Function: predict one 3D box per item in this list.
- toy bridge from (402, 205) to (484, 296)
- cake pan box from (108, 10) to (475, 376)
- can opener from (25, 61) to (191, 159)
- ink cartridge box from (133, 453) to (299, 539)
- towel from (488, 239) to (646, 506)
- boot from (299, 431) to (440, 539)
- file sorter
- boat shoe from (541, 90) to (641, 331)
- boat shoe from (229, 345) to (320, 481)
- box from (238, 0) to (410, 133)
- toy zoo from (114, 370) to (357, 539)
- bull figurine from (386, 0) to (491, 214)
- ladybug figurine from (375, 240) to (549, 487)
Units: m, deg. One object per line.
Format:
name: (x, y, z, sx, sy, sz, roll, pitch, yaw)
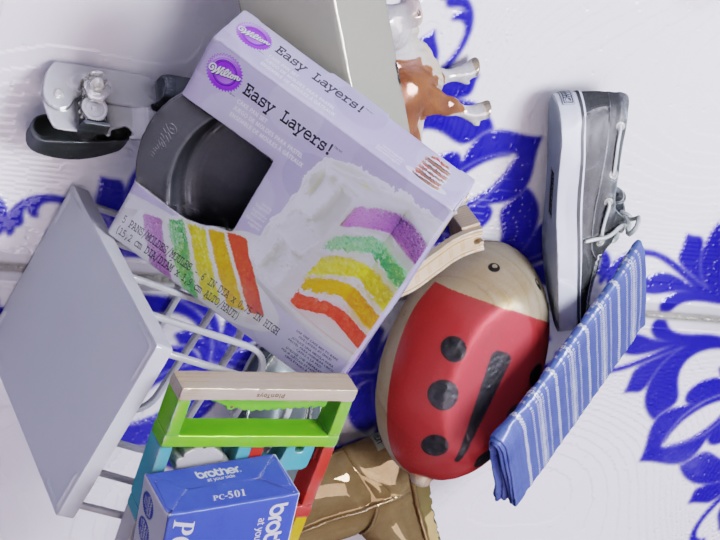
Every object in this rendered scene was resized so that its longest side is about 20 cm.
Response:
toy bridge: (0.000, 0.000, 1.410, 0.199, 0.067, 0.027, -15, 125, -14)
cake pan box: (-0.051, -0.044, 1.244, 0.200, 0.052, 0.184, 37, 124, 2)
can opener: (-0.130, -0.105, 1.309, 0.199, 0.053, 0.066, 4, 153, -23)
ink cartridge box: (-0.107, 0.217, 1.254, 0.094, 0.044, 0.201, -6, 127, -28)
towel: (0.161, 0.082, 1.478, 0.200, 0.024, 0.145, -52, 159, -17)
boot: (-0.040, 0.216, 1.537, 0.199, 0.066, 0.176, -16, 113, -13)
file sorter: (-0.153, 0.065, 1.308, 0.124, 0.200, 0.139, 19, 112, -36)
boat shoe: (0.177, -0.045, 1.453, 0.068, 0.074, 0.201, -3, 113, -4)
boat shoe: (-0.066, 0.148, 1.444, 0.072, 0.062, 0.201, 12, 92, -17)
box: (-0.025, -0.143, 1.260, 0.068, 0.082, 0.201, -37, 124, -51)
toy zoo: (-0.092, 0.153, 1.258, 0.131, 0.020, 0.201, 2, 123, -31)
bull figurine: (0.026, -0.105, 1.356, 0.121, 0.065, 0.201, 4, 119, -25)
ladybug figurine: (0.085, 0.077, 1.467, 0.135, 0.072, 0.201, 14, 98, -27)
